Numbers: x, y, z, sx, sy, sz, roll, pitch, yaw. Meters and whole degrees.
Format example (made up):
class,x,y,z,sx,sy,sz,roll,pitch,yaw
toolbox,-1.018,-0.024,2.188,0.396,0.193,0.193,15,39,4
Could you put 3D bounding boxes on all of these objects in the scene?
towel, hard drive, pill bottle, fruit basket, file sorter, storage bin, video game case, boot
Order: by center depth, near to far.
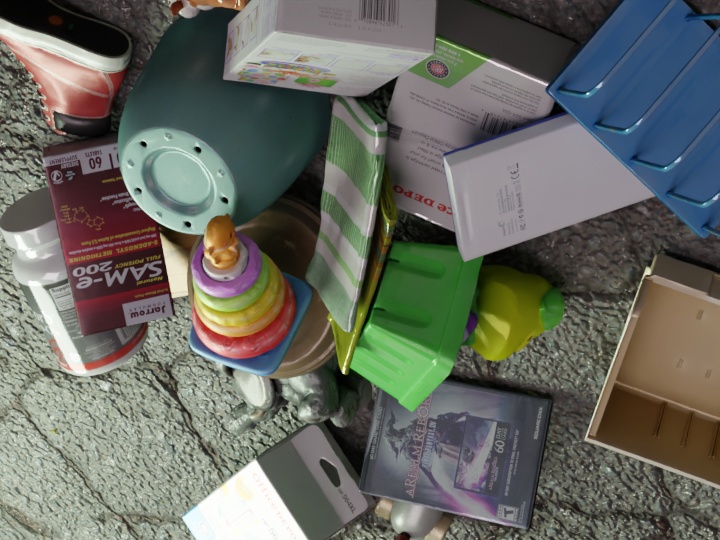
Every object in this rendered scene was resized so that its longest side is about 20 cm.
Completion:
class,x,y,z,sx,sy,sz,roll,pitch,yaw
file sorter,0.286,-0.138,1.323,0.200,0.123,0.139,41,91,-11
hard drive,0.179,-0.088,1.429,0.198,0.026,0.133,-19,139,-4
towel,-0.015,-0.062,1.501,0.023,0.153,0.202,6,108,-18
towel,0.000,0.000,1.506,0.018,0.087,0.201,7,129,-13
storage bin,0.352,0.108,1.553,0.198,0.094,0.200,20,133,9
fruit basket,0.101,0.056,1.570,0.213,0.157,0.216,16,161,6
boot,-0.346,-0.217,1.626,0.198,0.073,0.145,26,135,-2
video game case,0.105,0.196,1.727,0.198,0.145,0.019,10,175,16
pill bottle,-0.328,0.011,1.771,0.115,0.116,0.201,-3,125,26

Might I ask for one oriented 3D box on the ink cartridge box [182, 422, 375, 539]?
class,x,y,z,sx,sy,sz,roll,pitch,yaw
ink cartridge box,-0.092,0.280,1.852,0.129,0.125,0.200,54,132,7

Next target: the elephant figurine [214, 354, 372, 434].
class,x,y,z,sx,sy,sz,roll,pitch,yaw
elephant figurine,-0.096,0.109,1.737,0.198,0.141,0.157,2,83,33

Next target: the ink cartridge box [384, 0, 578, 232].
class,x,y,z,sx,sy,sz,roll,pitch,yaw
ink cartridge box,0.102,-0.142,1.469,0.144,0.084,0.201,23,133,6

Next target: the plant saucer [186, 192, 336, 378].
class,x,y,z,sx,sy,sz,roll,pitch,yaw
plant saucer,-0.097,0.017,1.633,0.198,0.029,0.203,3,100,19

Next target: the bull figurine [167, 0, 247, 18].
class,x,y,z,sx,sy,sz,roll,pitch,yaw
bull figurine,-0.148,-0.291,1.435,0.200,0.065,0.123,24,136,62

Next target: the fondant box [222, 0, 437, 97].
class,x,y,z,sx,sy,sz,roll,pitch,yaw
fondant box,-0.031,-0.208,1.390,0.143,0.059,0.200,5,172,-18

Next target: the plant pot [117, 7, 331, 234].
class,x,y,z,sx,sy,sz,roll,pitch,yaw
plant pot,-0.150,-0.132,1.541,0.198,0.161,0.202,13,132,15

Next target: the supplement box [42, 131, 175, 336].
class,x,y,z,sx,sy,sz,roll,pitch,yaw
supplement box,-0.271,-0.041,1.670,0.108,0.061,0.202,-13,108,-9

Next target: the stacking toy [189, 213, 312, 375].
class,x,y,z,sx,sy,sz,roll,pitch,yaw
stacking toy,-0.125,0.006,1.513,0.109,0.117,0.201,18,156,17

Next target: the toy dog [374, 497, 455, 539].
class,x,y,z,sx,sy,sz,roll,pitch,yaw
toy dog,0.071,0.260,1.804,0.130,0.097,0.202,9,130,17

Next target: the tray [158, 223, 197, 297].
class,x,y,z,sx,sy,sz,roll,pitch,yaw
tray,-0.154,-0.027,1.715,0.198,0.037,0.099,-7,123,30
